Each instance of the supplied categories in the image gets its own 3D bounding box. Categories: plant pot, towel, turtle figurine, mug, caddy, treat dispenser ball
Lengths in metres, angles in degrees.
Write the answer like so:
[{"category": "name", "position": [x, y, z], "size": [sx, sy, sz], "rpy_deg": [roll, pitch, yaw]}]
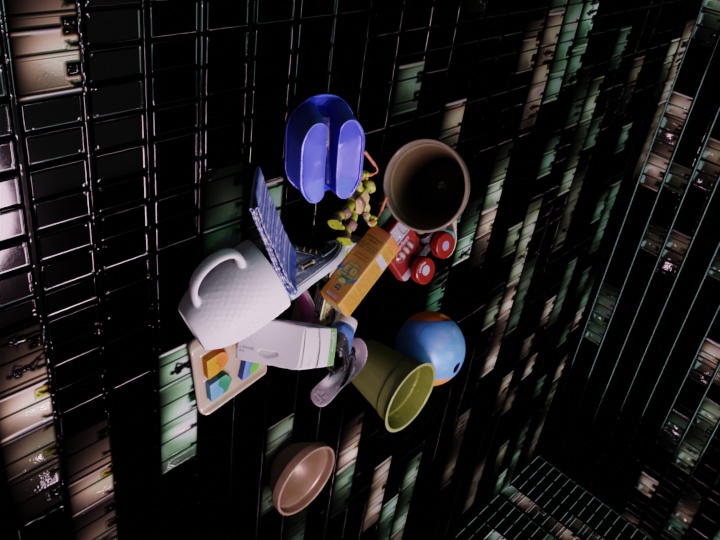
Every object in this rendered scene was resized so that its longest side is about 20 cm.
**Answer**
[{"category": "plant pot", "position": [-0.164, 0.512, 1.840], "size": [0.199, 0.092, 0.205], "rpy_deg": [-33, 140, -33]}, {"category": "towel", "position": [-0.154, -0.070, 1.312], "size": [0.023, 0.146, 0.203], "rpy_deg": [-14, 126, 6]}, {"category": "turtle figurine", "position": [-0.011, -0.146, 1.531], "size": [0.163, 0.063, 0.202], "rpy_deg": [-57, 154, -27]}, {"category": "mug", "position": [-0.240, 0.040, 1.290], "size": [0.174, 0.148, 0.202], "rpy_deg": [-36, 148, -16]}, {"category": "caddy", "position": [-0.070, -0.227, 1.353], "size": [0.138, 0.106, 0.204], "rpy_deg": [-9, 127, -21]}, {"category": "plant pot", "position": [0.170, -0.194, 1.654], "size": [0.204, 0.197, 0.173], "rpy_deg": [-67, 162, 14]}, {"category": "treat dispenser ball", "position": [0.191, 0.216, 1.988], "size": [0.199, 0.199, 0.205], "rpy_deg": [-34, 141, -33]}, {"category": "plant pot", "position": [0.066, 0.279, 1.876], "size": [0.198, 0.188, 0.204], "rpy_deg": [-33, 140, -33]}]

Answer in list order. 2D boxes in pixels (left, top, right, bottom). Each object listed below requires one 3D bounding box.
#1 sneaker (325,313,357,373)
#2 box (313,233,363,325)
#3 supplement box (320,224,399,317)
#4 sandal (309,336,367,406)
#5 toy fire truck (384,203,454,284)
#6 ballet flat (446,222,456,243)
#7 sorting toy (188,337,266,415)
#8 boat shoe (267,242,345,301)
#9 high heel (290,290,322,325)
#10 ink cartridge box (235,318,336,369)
[{"category": "sneaker", "position": [-0.061, 0.193, 1.673], "size": [0.201, 0.075, 0.113], "rpy_deg": [115, -2, -58]}, {"category": "box", "position": [-0.053, 0.023, 1.643], "size": [0.109, 0.034, 0.205], "rpy_deg": [-18, 130, -47]}, {"category": "supplement box", "position": [0.000, 0.000, 1.603], "size": [0.202, 0.066, 0.069], "rpy_deg": [-54, 148, -10]}, {"category": "sandal", "position": [-0.047, 0.258, 1.802], "size": [0.202, 0.076, 0.043], "rpy_deg": [-53, -169, -8]}, {"category": "toy fire truck", "position": [0.129, -0.078, 1.760], "size": [0.201, 0.111, 0.169], "rpy_deg": [-50, 129, -14]}, {"category": "ballet flat", "position": [0.231, -0.125, 1.893], "size": [0.069, 0.069, 0.204], "rpy_deg": [-35, 141, -32]}, {"category": "sorting toy", "position": [-0.264, 0.185, 1.482], "size": [0.184, 0.036, 0.204], "rpy_deg": [-34, 140, -34]}, {"category": "boat shoe", "position": [-0.112, -0.024, 1.473], "size": [0.200, 0.070, 0.092], "rpy_deg": [-41, 112, -38]}, {"category": "high heel", "position": [-0.143, 0.095, 1.563], "size": [0.094, 0.068, 0.203], "rpy_deg": [-25, 128, -7]}, {"category": "ink cartridge box", "position": [-0.145, 0.145, 1.448], "size": [0.200, 0.142, 0.087], "rpy_deg": [20, 77, -74]}]
